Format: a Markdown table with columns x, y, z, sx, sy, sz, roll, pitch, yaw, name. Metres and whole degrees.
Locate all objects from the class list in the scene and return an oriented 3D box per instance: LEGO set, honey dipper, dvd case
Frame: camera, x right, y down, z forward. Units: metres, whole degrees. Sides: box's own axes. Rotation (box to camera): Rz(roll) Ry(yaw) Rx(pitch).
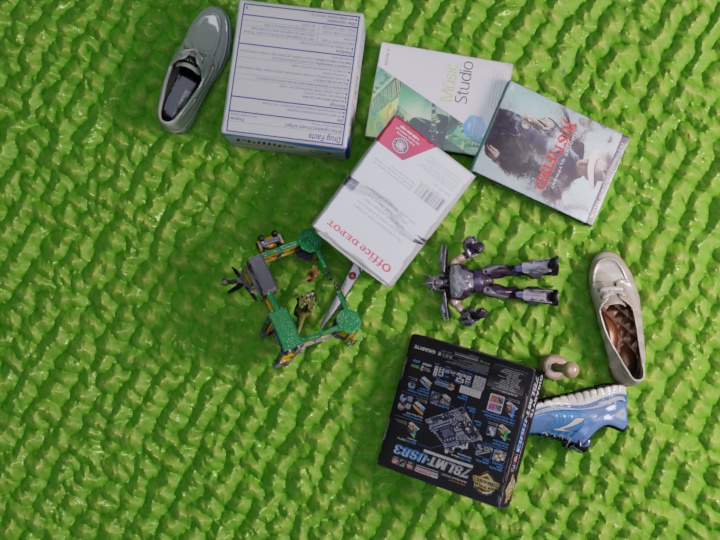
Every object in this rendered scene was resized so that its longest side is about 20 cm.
| x | y | z | sx | sy | sz | roll | pitch | yaw | name |
| --- | --- | --- | --- | --- | --- | --- | --- | --- | --- |
| -0.095 | 0.048 | 1.581 | 0.153 | 0.116 | 0.200 | -29 | 79 | -22 | LEGO set |
| 0.274 | 0.135 | 1.498 | 0.038 | 0.200 | 0.038 | 0 | 87 | 4 | honey dipper |
| 0.276 | -0.170 | 1.585 | 0.199 | 0.022 | 0.147 | 25 | 88 | -9 | dvd case |

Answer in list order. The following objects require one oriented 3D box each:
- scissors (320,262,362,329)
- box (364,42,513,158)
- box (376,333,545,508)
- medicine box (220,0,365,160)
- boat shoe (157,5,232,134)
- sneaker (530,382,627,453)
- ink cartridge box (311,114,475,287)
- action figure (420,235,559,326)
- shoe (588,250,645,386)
| x | y | z | sx | sy | sz | roll | pitch | yaw | name |
| --- | --- | --- | --- | --- | --- | --- | --- | --- | --- |
| 0.000 | 0.000 | 1.610 | 0.073 | 0.014 | 0.201 | 17 | 87 | 2 | scissors |
| 0.115 | -0.249 | 1.607 | 0.199 | 0.036 | 0.145 | 10 | 88 | 4 | box |
| 0.140 | 0.209 | 1.540 | 0.199 | 0.050 | 0.199 | 14 | 89 | 29 | box |
| -0.094 | -0.275 | 1.584 | 0.181 | 0.103 | 0.201 | 8 | 88 | 3 | medicine box |
| -0.249 | -0.301 | 1.611 | 0.072 | 0.066 | 0.201 | 27 | 89 | 4 | boat shoe |
| 0.289 | 0.222 | 1.554 | 0.199 | 0.079 | 0.090 | -13 | 84 | 2 | sneaker |
| 0.047 | -0.098 | 1.557 | 0.145 | 0.083 | 0.200 | 38 | 96 | -1 | ink cartridge box |
| 0.186 | 0.014 | 1.576 | 0.199 | 0.069 | 0.131 | -1 | 92 | 6 | action figure |
| 0.376 | 0.068 | 1.569 | 0.070 | 0.053 | 0.201 | -12 | 87 | 2 | shoe |
